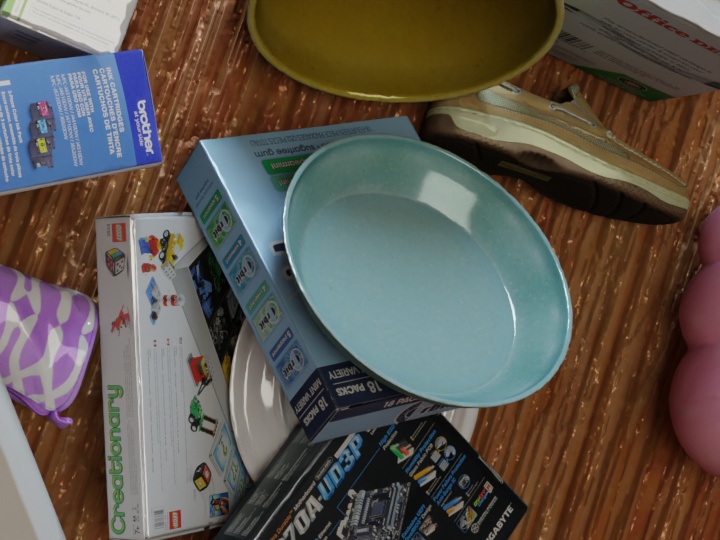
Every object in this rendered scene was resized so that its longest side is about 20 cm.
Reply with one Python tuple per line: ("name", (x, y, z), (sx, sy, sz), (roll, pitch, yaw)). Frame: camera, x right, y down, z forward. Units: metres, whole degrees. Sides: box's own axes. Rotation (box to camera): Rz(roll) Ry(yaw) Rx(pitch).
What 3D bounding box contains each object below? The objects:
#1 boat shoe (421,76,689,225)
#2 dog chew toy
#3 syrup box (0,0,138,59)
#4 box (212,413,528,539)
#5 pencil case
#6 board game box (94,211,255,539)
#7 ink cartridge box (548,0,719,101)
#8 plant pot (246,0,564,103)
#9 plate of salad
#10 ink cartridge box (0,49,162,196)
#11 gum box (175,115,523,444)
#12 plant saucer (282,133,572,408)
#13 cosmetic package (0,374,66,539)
("boat shoe", (0.142, -0.093, 1.462), (0.199, 0.072, 0.076), (21, 71, -19))
("dog chew toy", (0.277, 0.043, 1.488), (0.124, 0.124, 0.201), (3, 81, -21))
("syrup box", (-0.163, -0.232, 1.336), (0.081, 0.079, 0.201), (21, 83, -19))
("box", (-0.001, 0.178, 1.361), (0.159, 0.046, 0.200), (46, 68, -26))
("pencil case", (-0.260, 0.026, 1.296), (0.199, 0.084, 0.086), (18, 67, -20))
("board game box", (-0.110, 0.064, 1.349), (0.126, 0.034, 0.201), (-3, 91, -54))
("ink cartridge box", (0.194, -0.182, 1.407), (0.146, 0.200, 0.083), (24, 82, -19))
("plant pot", (0.028, -0.219, 1.366), (0.199, 0.200, 0.143), (10, 62, -20))
("plate of salad", (-0.005, 0.075, 1.409), (0.199, 0.048, 0.201), (-1, 93, -33))
("ink cartridge box", (-0.214, -0.081, 1.264), (0.200, 0.136, 0.077), (-12, 95, -49))
("gum box", (0.000, 0.000, 1.343), (0.169, 0.045, 0.200), (-10, 61, -38))
("plant saucer", (0.036, 0.006, 1.304), (0.199, 0.036, 0.201), (17, 49, -21))
("cosmetic package", (-0.231, 0.134, 1.256), (0.085, 0.108, 0.201), (-18, 118, -2))
